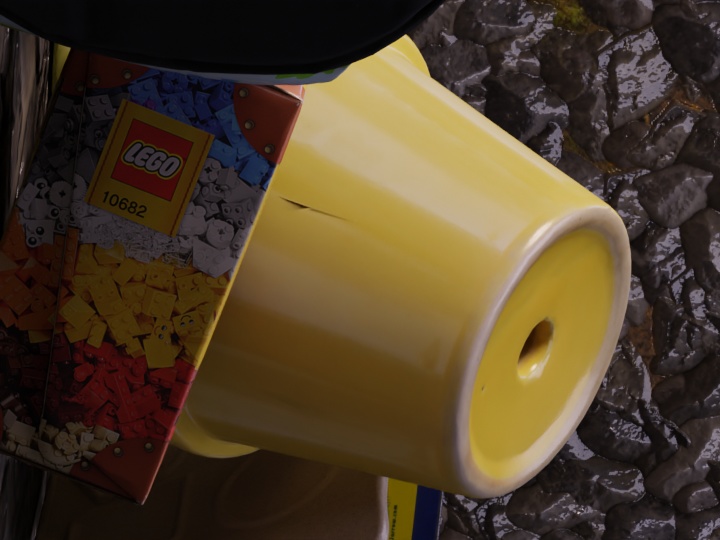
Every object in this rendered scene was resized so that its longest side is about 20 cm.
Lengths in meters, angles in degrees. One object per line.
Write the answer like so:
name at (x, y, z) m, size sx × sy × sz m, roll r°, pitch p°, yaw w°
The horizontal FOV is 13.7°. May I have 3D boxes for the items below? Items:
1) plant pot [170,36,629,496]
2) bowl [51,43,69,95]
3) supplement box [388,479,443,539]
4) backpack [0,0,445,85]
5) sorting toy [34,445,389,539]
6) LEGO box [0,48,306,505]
plant pot at (0.000, 0.000, 1.248) m, size 0.201 × 0.188 × 0.201 m, roll -41°, pitch 144°, yaw -39°
bowl at (-0.077, -0.127, 1.373) m, size 0.200 × 0.107 × 0.201 m, roll -175°, pitch -90°, yaw -89°
supplement box at (-0.055, 0.110, 1.655) m, size 0.109 × 0.199 × 0.110 m, roll -86°, pitch -179°, yaw -64°
backpack at (-0.056, -0.126, 0.906) m, size 0.200 × 0.162 × 0.154 m, roll -98°, pitch -160°, yaw -55°
sorting toy at (-0.065, 0.096, 1.374) m, size 0.037 × 0.185 × 0.200 m, roll 58°, pitch 18°, yaw -30°
LEGO box at (-0.078, -0.024, 1.059) m, size 0.200 × 0.077 × 0.149 m, roll -87°, pitch -161°, yaw -77°
